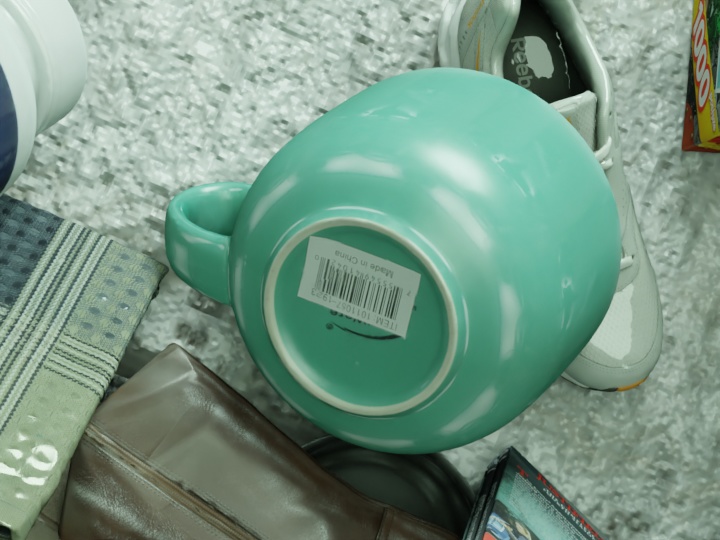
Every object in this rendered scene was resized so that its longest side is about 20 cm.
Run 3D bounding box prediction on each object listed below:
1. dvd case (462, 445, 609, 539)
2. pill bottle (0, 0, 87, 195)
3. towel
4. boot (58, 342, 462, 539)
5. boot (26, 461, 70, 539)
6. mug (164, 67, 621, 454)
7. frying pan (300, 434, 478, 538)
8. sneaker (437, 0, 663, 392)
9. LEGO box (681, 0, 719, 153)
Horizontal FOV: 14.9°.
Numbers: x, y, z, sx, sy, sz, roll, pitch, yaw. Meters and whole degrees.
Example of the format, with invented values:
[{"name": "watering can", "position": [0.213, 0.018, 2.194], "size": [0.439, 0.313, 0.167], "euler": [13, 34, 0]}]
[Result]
[{"name": "dvd case", "position": [0.101, 0.154, 1.160], "size": [0.146, 0.200, 0.022], "euler": [44, 105, -3]}, {"name": "pill bottle", "position": [-0.203, -0.059, 1.121], "size": [0.111, 0.111, 0.200], "euler": [54, 43, -1]}, {"name": "towel", "position": [-0.197, 0.023, 1.145], "size": [0.193, 0.200, 0.035], "euler": [23, 128, 2]}, {"name": "boot", "position": [-0.061, 0.152, 1.174], "size": [0.200, 0.064, 0.186], "euler": [33, 80, -12]}, {"name": "boot", "position": [-0.206, 0.104, 1.185], "size": [0.200, 0.070, 0.146], "euler": [14, 86, -6]}, {"name": "mug", "position": [0.009, 0.007, 1.172], "size": [0.185, 0.114, 0.152], "euler": [-28, 96, 30]}, {"name": "frying pan", "position": [0.021, 0.155, 1.229], "size": [0.115, 0.031, 0.190], "euler": [-37, 103, -2]}, {"name": "sneaker", "position": [0.087, -0.041, 1.222], "size": [0.076, 0.092, 0.200], "euler": [-20, 90, -9]}, {"name": "LEGO box", "position": [0.203, -0.154, 1.217], "size": [0.077, 0.149, 0.200], "euler": [6, 85, -7]}]
